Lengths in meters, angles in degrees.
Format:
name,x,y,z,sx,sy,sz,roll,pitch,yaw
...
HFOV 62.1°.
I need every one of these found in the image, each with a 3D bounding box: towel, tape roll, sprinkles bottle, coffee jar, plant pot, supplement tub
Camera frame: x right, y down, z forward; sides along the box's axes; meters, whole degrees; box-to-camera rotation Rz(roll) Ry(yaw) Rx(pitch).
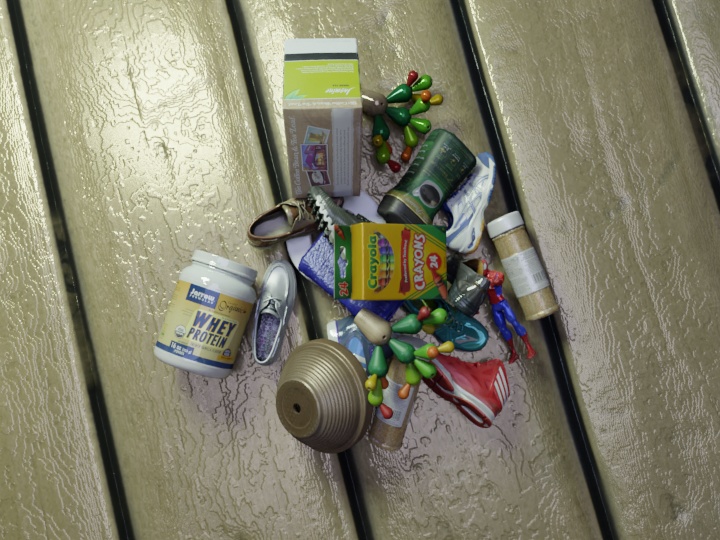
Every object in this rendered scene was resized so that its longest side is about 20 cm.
name,x,y,z,sx,sy,sz,roll,pitch,yaw
towel,0.000,0.000,1.096,0.199,0.050,0.148,37,79,14
tape roll,-0.046,-0.066,1.155,0.199,0.037,0.207,0,84,-2
sprinkles bottle,0.071,0.222,1.088,0.067,0.068,0.203,16,101,0
sprinkles bottle,0.309,-0.008,1.141,0.067,0.068,0.203,-22,85,-4
coffee jar,0.123,-0.159,1.128,0.104,0.085,0.201,40,84,-23
plant pot,-0.083,0.227,1.045,0.198,0.092,0.205,4,97,35
supplement tub,-0.273,0.078,1.077,0.142,0.144,0.203,17,84,0

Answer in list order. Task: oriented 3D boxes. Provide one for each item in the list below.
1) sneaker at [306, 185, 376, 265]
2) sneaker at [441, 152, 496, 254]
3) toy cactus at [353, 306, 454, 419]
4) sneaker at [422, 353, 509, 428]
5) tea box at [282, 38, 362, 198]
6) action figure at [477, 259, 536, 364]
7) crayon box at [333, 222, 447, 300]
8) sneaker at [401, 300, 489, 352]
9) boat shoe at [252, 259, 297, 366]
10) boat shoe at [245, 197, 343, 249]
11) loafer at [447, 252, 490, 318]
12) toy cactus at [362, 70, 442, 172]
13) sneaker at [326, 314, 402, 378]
name,x,y,z,sx,sy,sz,roll,pitch,yaw
sneaker,-0.016,-0.072,1.053,0.090,0.066,0.202,-33,88,-16
sneaker,0.203,-0.138,1.155,0.087,0.075,0.204,14,83,0
toy cactus,0.055,0.129,1.001,0.164,0.102,0.201,38,100,11
sneaker,0.195,0.191,1.136,0.200,0.079,0.115,45,61,9
tea box,-0.066,-0.267,1.060,0.131,0.201,0.199,-1,53,-2
action figure,0.253,0.079,1.112,0.065,0.098,0.203,-24,86,38
crayon box,0.052,-0.013,1.008,0.197,0.051,0.130,-1,89,-25
sneaker,0.153,0.090,1.126,0.198,0.080,0.078,31,84,0
boat shoe,-0.167,0.077,1.119,0.071,0.069,0.203,16,84,-1
boat shoe,-0.119,-0.097,1.101,0.198,0.072,0.077,-29,86,-5
loafer,0.196,0.010,1.080,0.072,0.201,0.073,35,110,-16
toy cactus,0.059,-0.305,1.158,0.163,0.102,0.202,27,92,10
sneaker,0.025,0.173,1.111,0.144,0.081,0.204,-13,79,1
